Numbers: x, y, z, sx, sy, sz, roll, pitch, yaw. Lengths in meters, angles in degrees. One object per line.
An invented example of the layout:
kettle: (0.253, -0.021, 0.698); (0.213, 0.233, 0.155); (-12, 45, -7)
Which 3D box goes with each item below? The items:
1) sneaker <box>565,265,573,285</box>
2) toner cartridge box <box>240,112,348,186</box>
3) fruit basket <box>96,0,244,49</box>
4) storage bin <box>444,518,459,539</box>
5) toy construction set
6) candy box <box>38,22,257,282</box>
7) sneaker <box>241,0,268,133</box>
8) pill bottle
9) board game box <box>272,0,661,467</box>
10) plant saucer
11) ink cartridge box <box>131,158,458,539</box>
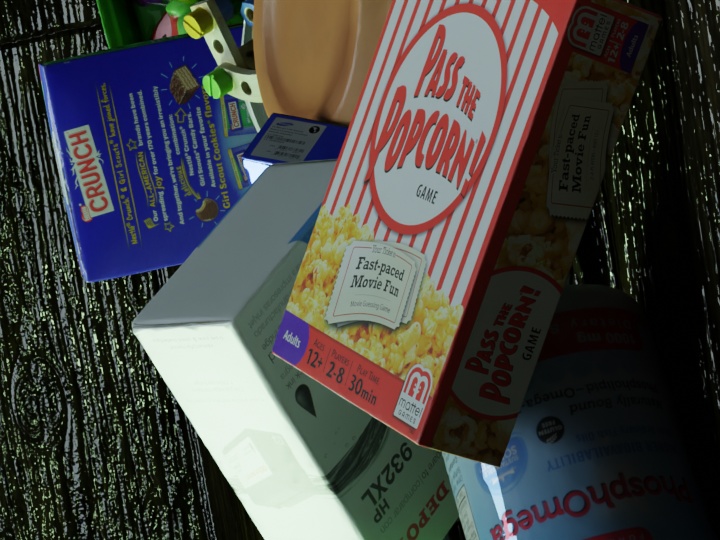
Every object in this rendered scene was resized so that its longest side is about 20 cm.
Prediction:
sneaker: (0.065, -0.053, 1.340); (0.115, 0.075, 0.201); (129, 132, -82)
toner cartridge box: (0.000, 0.000, 1.656); (0.043, 0.095, 0.200); (-55, -34, -34)
fruit basket: (-0.143, -0.240, 2.242); (0.216, 0.155, 0.216); (-22, -90, -85)
storage bin: (0.020, 0.167, 1.857); (0.200, 0.093, 0.136); (-125, 25, -71)
toy construction set: (-0.038, -0.090, 1.854); (0.131, 0.092, 0.200); (23, 149, 39)
candy box: (-0.131, -0.093, 2.117); (0.077, 0.199, 0.170); (-166, 65, -80)
sneaker: (-0.046, -0.151, 1.922); (0.099, 0.070, 0.201); (-111, 16, -68)
pill bottle: (0.101, 0.116, 1.231); (0.109, 0.108, 0.201); (97, 159, -64)
board game box: (0.042, -0.033, 1.212); (0.151, 0.046, 0.201); (26, 98, 61)
plant saucer: (-0.018, -0.151, 1.655); (0.200, 0.037, 0.201); (180, 90, -64)
ink cartridge box: (-0.014, 0.060, 1.544); (0.084, 0.145, 0.200); (-3, 127, 42)
